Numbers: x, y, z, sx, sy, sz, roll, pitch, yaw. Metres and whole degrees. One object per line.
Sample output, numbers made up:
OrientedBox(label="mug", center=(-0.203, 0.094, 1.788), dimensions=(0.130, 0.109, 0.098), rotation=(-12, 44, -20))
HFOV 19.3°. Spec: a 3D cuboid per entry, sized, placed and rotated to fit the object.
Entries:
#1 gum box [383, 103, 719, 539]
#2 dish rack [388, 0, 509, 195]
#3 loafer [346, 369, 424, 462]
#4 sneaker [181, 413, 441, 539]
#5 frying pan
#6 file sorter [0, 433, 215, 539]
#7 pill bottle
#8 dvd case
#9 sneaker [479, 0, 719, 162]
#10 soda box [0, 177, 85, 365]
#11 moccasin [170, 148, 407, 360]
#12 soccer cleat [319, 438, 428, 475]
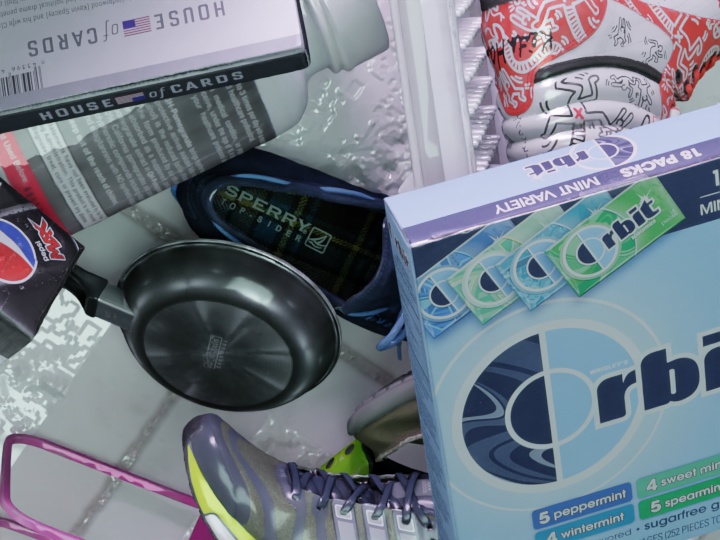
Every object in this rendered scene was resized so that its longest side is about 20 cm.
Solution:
OrientedBox(label="gum box", center=(0.108, 0.039, 0.930), dimensions=(0.169, 0.045, 0.201), rotation=(-16, 125, -8))
OrientedBox(label="dish rack", center=(0.037, -0.099, 0.978), dimensions=(0.043, 0.172, 0.201), rotation=(-7, 102, 9))
OrientedBox(label="loafer", center=(0.091, 0.065, 1.016), dimensions=(0.199, 0.075, 0.070), rotation=(-15, 91, 13))
OrientedBox(label="sneaker", center=(0.001, 0.120, 1.016), dimensions=(0.200, 0.074, 0.081), rotation=(35, 109, -21))
OrientedBox(label="frying pan", center=(-0.096, 0.012, 1.023), dimensions=(0.190, 0.031, 0.115), rotation=(32, 134, -18))
OrientedBox(label="file sorter", center=(-0.153, 0.200, 1.034), dimensions=(0.125, 0.139, 0.201), rotation=(22, 99, -11))
OrientedBox(label="pill bottle", center=(-0.093, -0.097, 0.983), dimensions=(0.199, 0.111, 0.111), rotation=(-26, 107, -3))
OrientedBox(label="dvd case", center=(-0.111, -0.166, 0.938), dimensions=(0.150, 0.025, 0.201), rotation=(-11, 70, 3))
OrientedBox(label="sneaker", center=(0.136, -0.096, 1.004), dimensions=(0.201, 0.067, 0.108), rotation=(-7, 90, -43))
OrientedBox(label="soda box", center=(-0.213, 0.033, 0.964), dimensions=(0.071, 0.063, 0.200), rotation=(41, 132, -16))
OrientedBox(label="moccasin", center=(0.000, 0.000, 1.044), dimensions=(0.199, 0.068, 0.081), rotation=(17, 100, -16))
OrientedBox(label="soccer cleat", center=(0.062, 0.151, 1.088), dimensions=(0.200, 0.068, 0.081), rotation=(29, 127, -15))
